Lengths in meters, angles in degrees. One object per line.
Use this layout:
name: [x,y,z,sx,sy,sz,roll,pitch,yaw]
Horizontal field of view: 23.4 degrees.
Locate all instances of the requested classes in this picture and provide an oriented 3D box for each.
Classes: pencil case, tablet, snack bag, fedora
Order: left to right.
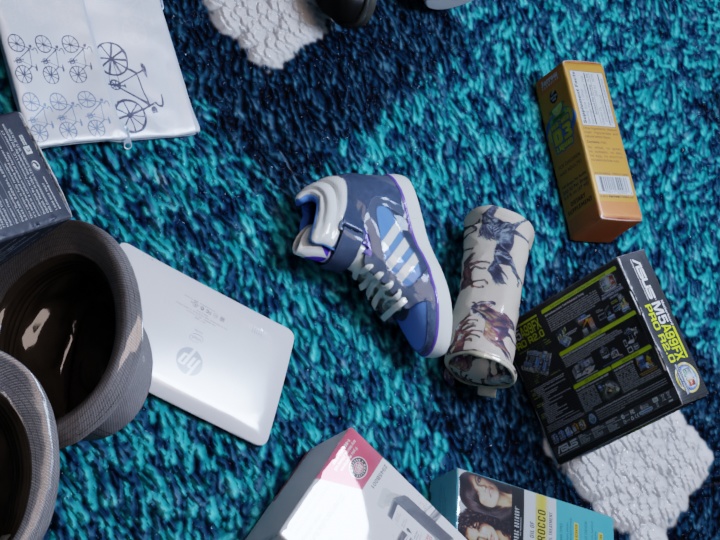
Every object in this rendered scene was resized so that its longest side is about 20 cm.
fedora: [-0.337,0.164,1.393,0.175,0.090,0.202,7,72,-30]
fedora: [-0.242,0.066,1.497,0.090,0.176,0.201,38,25,-53]
snack bag: [-0.256,-0.207,1.689,0.198,0.021,0.190,-6,71,-37]
tablet: [-0.158,0.069,1.628,0.199,0.014,0.131,28,55,-21]
pencil case: [0.135,0.028,1.815,0.077,0.090,0.202,10,58,1]

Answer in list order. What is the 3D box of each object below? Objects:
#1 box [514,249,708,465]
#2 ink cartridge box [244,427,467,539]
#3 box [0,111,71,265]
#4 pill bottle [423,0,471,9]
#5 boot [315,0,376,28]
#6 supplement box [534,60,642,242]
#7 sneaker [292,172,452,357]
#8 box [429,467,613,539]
box: [0.245,0.092,1.780,0.044,0.200,0.162,-13,75,-39]
ink cartridge box: [0.008,0.269,1.601,0.200,0.085,0.146,46,50,-10]
box: [-0.361,-0.037,1.414,0.200,0.147,0.105,-25,87,-58]
pill bottle: [0.080,-0.404,1.960,0.119,0.119,0.202,-9,73,-37]
boot: [-0.084,-0.346,1.841,0.157,0.079,0.213,-10,68,-42]
supplement box: [0.259,-0.137,1.991,0.068,0.066,0.202,3,66,-31]
sneaker: [0.000,0.000,1.739,0.145,0.080,0.202,-8,76,-29]
box: [0.162,0.265,1.734,0.198,0.049,0.083,20,57,-27]
